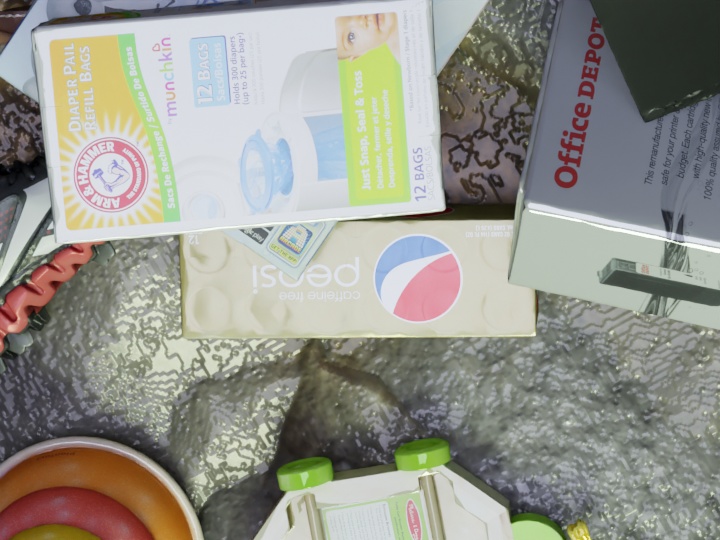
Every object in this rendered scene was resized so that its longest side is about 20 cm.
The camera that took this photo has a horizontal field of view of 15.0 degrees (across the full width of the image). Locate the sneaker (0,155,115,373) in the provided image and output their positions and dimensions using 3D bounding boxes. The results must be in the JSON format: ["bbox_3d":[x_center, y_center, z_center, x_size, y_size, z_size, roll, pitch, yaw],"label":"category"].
[{"bbox_3d":[-0.180,-0.035,1.528,0.098,0.071,0.200,44,102,-5],"label":"sneaker"}]

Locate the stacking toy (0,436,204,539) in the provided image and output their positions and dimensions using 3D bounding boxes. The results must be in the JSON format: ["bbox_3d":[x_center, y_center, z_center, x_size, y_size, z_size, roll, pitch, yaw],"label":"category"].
[{"bbox_3d":[-0.168,0.181,1.498,0.145,0.200,0.147,1,99,5],"label":"stacking toy"}]

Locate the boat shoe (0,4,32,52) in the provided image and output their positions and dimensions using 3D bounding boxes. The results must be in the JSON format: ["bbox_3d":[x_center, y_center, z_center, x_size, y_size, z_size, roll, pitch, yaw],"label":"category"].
[{"bbox_3d":[-0.110,-0.150,1.507,0.199,0.076,0.072,-5,95,-3],"label":"boat shoe"}]

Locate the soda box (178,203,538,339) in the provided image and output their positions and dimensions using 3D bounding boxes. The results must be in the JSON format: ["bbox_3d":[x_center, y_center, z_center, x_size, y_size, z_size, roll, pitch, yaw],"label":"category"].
[{"bbox_3d":[0.000,0.000,1.522,0.199,0.064,0.068,0,100,5],"label":"soda box"}]

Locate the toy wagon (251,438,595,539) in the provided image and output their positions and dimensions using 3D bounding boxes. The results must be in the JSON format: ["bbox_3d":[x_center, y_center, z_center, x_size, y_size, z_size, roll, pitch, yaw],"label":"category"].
[{"bbox_3d":[0.038,0.175,1.561,0.199,0.040,0.156,-10,99,6],"label":"toy wagon"}]

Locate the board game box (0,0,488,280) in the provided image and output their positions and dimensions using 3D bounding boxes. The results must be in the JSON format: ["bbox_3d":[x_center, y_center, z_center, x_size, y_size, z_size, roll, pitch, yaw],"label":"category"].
[{"bbox_3d":[-0.059,-0.133,1.451,0.200,0.043,0.199,35,96,-6],"label":"board game box"}]

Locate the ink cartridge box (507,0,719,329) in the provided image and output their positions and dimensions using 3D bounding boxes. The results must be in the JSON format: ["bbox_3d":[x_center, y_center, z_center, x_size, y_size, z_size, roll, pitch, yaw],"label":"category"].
[{"bbox_3d":[0.187,-0.051,1.452,0.199,0.084,0.145,13,58,2],"label":"ink cartridge box"}]

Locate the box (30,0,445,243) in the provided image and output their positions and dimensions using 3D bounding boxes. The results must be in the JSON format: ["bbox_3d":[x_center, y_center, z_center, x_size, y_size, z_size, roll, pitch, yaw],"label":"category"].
[{"bbox_3d":[-0.061,-0.080,1.385,0.199,0.101,0.113,-4,98,-2],"label":"box"}]

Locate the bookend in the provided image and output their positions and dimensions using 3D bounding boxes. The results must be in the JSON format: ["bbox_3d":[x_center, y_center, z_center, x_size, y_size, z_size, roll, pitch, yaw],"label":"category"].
[{"bbox_3d":[0.134,-0.213,1.368,0.092,0.200,0.200,-22,63,8],"label":"bookend"}]
